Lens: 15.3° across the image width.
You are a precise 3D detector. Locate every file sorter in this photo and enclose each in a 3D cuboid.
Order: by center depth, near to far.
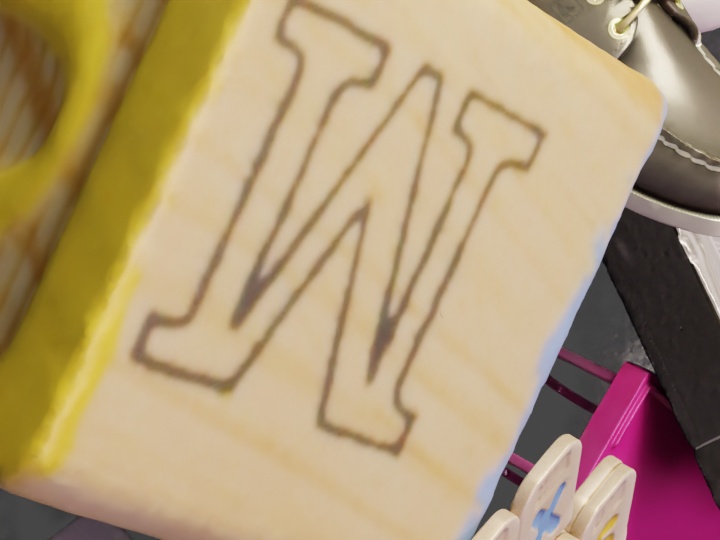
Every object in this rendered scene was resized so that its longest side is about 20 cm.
[{"bbox_3d":[0.052,0.129,1.085,0.139,0.125,0.200,37,82,-49],"label":"file sorter"}]

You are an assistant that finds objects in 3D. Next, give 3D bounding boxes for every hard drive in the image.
[{"bbox_3d":[0.139,0.008,1.062,0.038,0.200,0.140,-29,166,19],"label":"hard drive"}]

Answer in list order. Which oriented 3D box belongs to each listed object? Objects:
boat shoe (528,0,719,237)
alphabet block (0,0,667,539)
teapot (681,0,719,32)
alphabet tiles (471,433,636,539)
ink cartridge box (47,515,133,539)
[{"bbox_3d":[0.073,-0.091,0.934,0.072,0.202,0.060,-22,146,-43],"label":"boat shoe"},{"bbox_3d":[-0.059,-0.026,0.848,0.200,0.195,0.197,25,88,-50],"label":"alphabet block"},{"bbox_3d":[0.166,-0.178,1.042,0.197,0.146,0.200,9,103,-47],"label":"teapot"},{"bbox_3d":[0.038,0.154,0.922,0.200,0.015,0.196,-46,154,-37],"label":"alphabet tiles"},{"bbox_3d":[-0.112,0.197,0.920,0.200,0.160,0.047,-36,158,-30],"label":"ink cartridge box"}]
